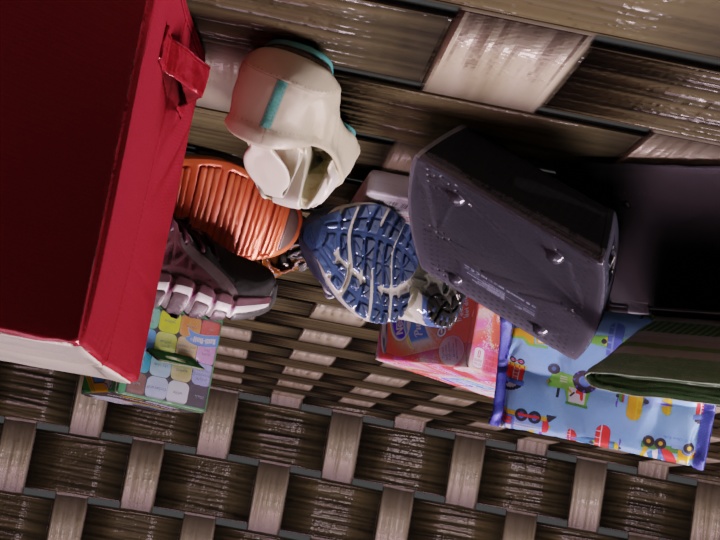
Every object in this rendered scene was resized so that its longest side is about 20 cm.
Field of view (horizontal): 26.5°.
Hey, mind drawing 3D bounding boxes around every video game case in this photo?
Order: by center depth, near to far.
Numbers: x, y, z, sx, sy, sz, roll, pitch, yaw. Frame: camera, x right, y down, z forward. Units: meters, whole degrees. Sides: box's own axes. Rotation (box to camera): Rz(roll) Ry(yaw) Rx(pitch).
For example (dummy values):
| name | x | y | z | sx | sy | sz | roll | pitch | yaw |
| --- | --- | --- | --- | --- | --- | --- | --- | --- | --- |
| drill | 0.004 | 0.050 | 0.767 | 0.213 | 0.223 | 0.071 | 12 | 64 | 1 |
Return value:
| name | x | y | z | sx | sy | sz | roll | pitch | yaw |
| --- | --- | --- | --- | --- | --- | --- | --- | --- | --- |
| video game case | 0.061 | -0.031 | 1.099 | 0.142 | 0.018 | 0.200 | 11 | 170 | -6 |

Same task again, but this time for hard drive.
| name | x | y | z | sx | sy | sz | roll | pitch | yaw |
| --- | --- | --- | --- | --- | --- | --- | --- | --- | --- |
| hard drive | 0.094 | -0.015 | 0.925 | 0.134 | 0.042 | 0.200 | 31 | 166 | 13 |

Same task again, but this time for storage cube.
| name | x | y | z | sx | sy | sz | roll | pitch | yaw |
| --- | --- | --- | --- | --- | --- | --- | --- | --- | --- |
| storage cube | -0.180 | -0.055 | 0.725 | 0.199 | 0.181 | 0.171 | 11 | 171 | 1 |

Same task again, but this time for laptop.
| name | x | y | z | sx | sy | sz | roll | pitch | yaw |
| --- | --- | --- | --- | --- | --- | --- | --- | --- | --- |
| laptop | 0.247 | -0.029 | 0.941 | 0.186 | 0.117 | 0.200 | 4 | -162 | 32 |

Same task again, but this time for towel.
| name | x | y | z | sx | sy | sz | roll | pitch | yaw |
| --- | --- | --- | --- | --- | --- | --- | --- | --- | --- |
| towel | 0.247 | 0.044 | 0.935 | 0.152 | 0.024 | 0.200 | 5 | -162 | 32 |

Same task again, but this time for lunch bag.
| name | x | y | z | sx | sy | sz | roll | pitch | yaw |
| --- | --- | --- | --- | --- | --- | --- | --- | --- | --- |
| lunch bag | 0.189 | 0.044 | 1.105 | 0.150 | 0.095 | 0.200 | 11 | -156 | 14 |

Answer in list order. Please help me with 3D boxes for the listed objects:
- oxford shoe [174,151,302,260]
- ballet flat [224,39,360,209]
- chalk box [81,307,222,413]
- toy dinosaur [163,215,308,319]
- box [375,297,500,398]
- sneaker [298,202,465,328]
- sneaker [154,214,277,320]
| name | x | y | z | sx | sy | sz | roll | pitch | yaw |
| --- | --- | --- | --- | --- | --- | --- | --- | --- | --- |
| oxford shoe | -0.135 | -0.058 | 1.059 | 0.199 | 0.072 | 0.073 | 15 | -167 | -25 |
| ballet flat | -0.040 | -0.068 | 0.845 | 0.069 | 0.070 | 0.200 | 9 | 171 | 7 |
| chalk box | -0.258 | 0.108 | 1.938 | 0.124 | 0.125 | 0.200 | 16 | 168 | -26 |
| toy dinosaur | -0.119 | -0.017 | 1.171 | 0.199 | 0.103 | 0.136 | -19 | 175 | 26 |
| box | 0.116 | 0.054 | 1.303 | 0.102 | 0.095 | 0.200 | 2 | 167 | 41 |
| sneaker | 0.000 | 0.000 | 1.073 | 0.085 | 0.078 | 0.200 | 9 | 171 | 29 |
| sneaker | -0.125 | -0.038 | 0.981 | 0.199 | 0.116 | 0.076 | 10 | -167 | -37 |
